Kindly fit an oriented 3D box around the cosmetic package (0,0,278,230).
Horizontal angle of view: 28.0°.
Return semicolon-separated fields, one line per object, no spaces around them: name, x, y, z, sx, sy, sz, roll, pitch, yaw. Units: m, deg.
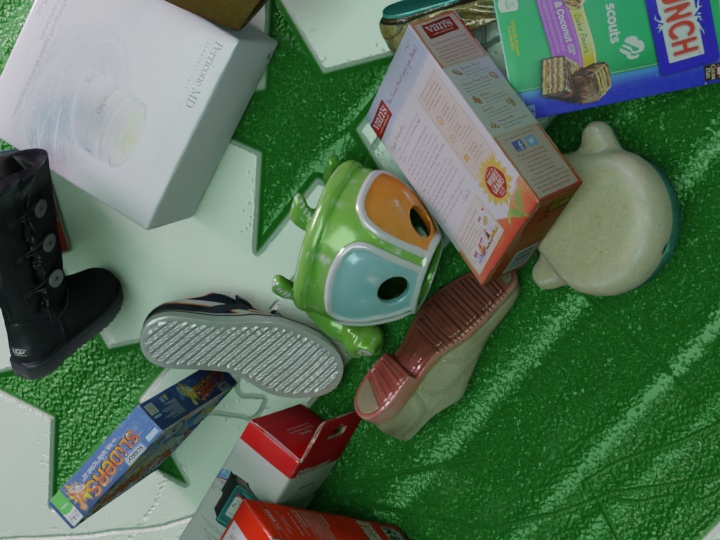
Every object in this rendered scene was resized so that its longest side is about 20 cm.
cosmetic package;-0.219;-0.178;1.373;0.199;0.123;0.201;30;105;7

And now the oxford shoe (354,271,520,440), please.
oxford shoe;0.083;0.077;1.369;0.200;0.071;0.074;-44;126;8

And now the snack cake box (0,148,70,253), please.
snack cake box;-0.367;-0.051;1.389;0.067;0.200;0.116;-16;94;18

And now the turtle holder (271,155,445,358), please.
turtle holder;-0.001;-0.002;1.331;0.131;0.141;0.187;21;101;9

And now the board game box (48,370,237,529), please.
board game box;-0.203;0.162;1.377;0.034;0.200;0.135;45;107;5

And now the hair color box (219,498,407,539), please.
hair color box;-0.047;0.289;1.359;0.064;0.199;0.112;45;111;45

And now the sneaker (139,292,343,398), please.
sneaker;-0.114;0.067;1.409;0.198;0.079;0.079;14;106;-8

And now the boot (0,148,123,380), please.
boot;-0.295;-0.025;1.360;0.065;0.165;0.202;3;123;21

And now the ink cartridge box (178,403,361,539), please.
ink cartridge box;-0.086;0.202;1.392;0.067;0.116;0.201;36;105;16

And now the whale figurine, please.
whale figurine;0.199;-0.058;1.305;0.199;0.103;0.161;27;107;35

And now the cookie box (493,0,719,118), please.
cookie box;0.213;-0.231;1.223;0.198;0.076;0.172;-11;126;8

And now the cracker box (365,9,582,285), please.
cracker box;0.095;-0.108;1.268;0.201;0.057;0.134;56;148;18

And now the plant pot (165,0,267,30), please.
plant pot;-0.152;-0.311;1.257;0.200;0.187;0.187;40;106;-5

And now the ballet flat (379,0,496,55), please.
ballet flat;0.116;-0.235;1.310;0.198;0.071;0.071;-16;94;16
